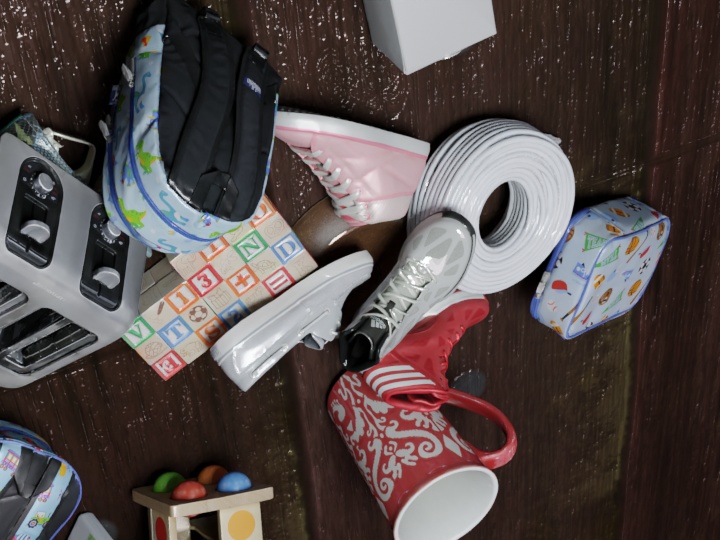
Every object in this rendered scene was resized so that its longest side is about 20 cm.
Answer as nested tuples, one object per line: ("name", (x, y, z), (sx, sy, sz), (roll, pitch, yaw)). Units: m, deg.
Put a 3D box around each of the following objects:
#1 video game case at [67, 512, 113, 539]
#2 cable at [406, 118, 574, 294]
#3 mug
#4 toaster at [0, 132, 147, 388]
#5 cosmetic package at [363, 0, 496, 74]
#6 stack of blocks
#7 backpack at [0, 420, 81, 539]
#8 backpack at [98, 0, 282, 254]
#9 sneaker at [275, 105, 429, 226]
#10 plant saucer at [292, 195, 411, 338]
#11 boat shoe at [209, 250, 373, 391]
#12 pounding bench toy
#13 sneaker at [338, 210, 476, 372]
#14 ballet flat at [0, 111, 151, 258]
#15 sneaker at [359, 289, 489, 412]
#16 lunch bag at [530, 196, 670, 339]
("video game case", (-0.288, 0.403, 1.371), (0.022, 0.200, 0.183), (3, 121, -51))
("cable", (0.146, -0.068, 1.368), (0.199, 0.069, 0.201), (13, 104, -41))
("mug", (0.068, 0.204, 1.440), (0.176, 0.200, 0.134), (-3, 129, -33))
("toaster", (-0.314, -0.002, 1.080), (0.199, 0.119, 0.181), (-24, 139, 25))
("cosmetic package", (0.053, -0.302, 1.163), (0.107, 0.085, 0.201), (-24, 131, -14))
("stack of blocks", (-0.158, 0.005, 1.260), (0.199, 0.059, 0.115), (-37, 129, 0))
("backpack", (-0.387, 0.228, 1.231), (0.200, 0.135, 0.182), (-50, 132, 9))
("backpack", (-0.151, -0.112, 1.098), (0.153, 0.201, 0.163), (-34, 138, 25))
("sneaker", (-0.018, -0.100, 1.254), (0.199, 0.075, 0.105), (11, 97, -40))
("plant saucer", (0.000, 0.000, 1.374), (0.199, 0.037, 0.202), (-16, 129, -21))
("boat shoe", (-0.058, 0.052, 1.275), (0.199, 0.069, 0.072), (-33, 175, -27))
("pounding bench toy", (-0.193, 0.303, 1.419), (0.123, 0.200, 0.157), (-5, 92, -31))
("sneaker", (0.046, 0.034, 1.278), (0.075, 0.115, 0.201), (36, 117, -1))
("ballet flat", (-0.253, -0.079, 1.150), (0.074, 0.074, 0.200), (-46, 136, 5))
("sneaker", (0.088, 0.101, 1.423), (0.199, 0.116, 0.079), (-23, 153, -27))
("lunch bag", (0.285, -0.001, 1.486), (0.199, 0.075, 0.161), (-15, 133, -48))
